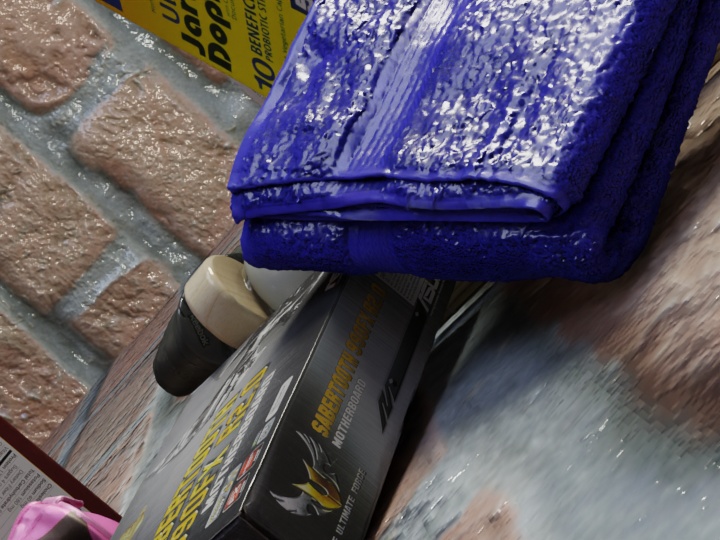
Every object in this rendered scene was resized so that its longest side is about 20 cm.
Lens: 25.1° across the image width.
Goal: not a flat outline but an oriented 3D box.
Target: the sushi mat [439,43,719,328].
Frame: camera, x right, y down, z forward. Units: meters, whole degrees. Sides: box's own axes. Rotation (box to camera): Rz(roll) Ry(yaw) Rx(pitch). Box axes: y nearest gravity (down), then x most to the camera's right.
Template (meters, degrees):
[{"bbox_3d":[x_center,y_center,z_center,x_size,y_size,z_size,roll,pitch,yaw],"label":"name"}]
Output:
[{"bbox_3d":[0.065,-0.071,0.678,0.200,0.096,0.012,-46,-12,27],"label":"sushi mat"}]

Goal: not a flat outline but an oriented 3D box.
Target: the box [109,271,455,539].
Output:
[{"bbox_3d":[-0.043,0.082,0.652,0.158,0.048,0.200,-43,13,36],"label":"box"}]

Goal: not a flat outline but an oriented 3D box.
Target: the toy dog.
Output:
[{"bbox_3d":[0.000,0.000,0.820,0.132,0.096,0.200,-47,-8,37],"label":"toy dog"}]

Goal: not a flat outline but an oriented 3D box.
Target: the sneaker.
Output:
[{"bbox_3d":[-0.064,0.010,1.021,0.200,0.076,0.091,-36,-6,-45],"label":"sneaker"}]

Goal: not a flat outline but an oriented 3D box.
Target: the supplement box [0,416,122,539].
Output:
[{"bbox_3d":[-0.249,0.168,0.883,0.133,0.200,0.197,-54,9,-36],"label":"supplement box"}]

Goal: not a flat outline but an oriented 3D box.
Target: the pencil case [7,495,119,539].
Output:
[{"bbox_3d":[-0.170,0.191,0.717,0.200,0.094,0.091,-50,7,-15],"label":"pencil case"}]

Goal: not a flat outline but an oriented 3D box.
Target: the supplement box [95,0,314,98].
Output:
[{"bbox_3d":[-0.046,-0.174,0.849,0.109,0.200,0.109,-40,-35,-29],"label":"supplement box"}]

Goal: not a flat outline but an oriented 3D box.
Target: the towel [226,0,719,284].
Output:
[{"bbox_3d":[0.036,-0.068,0.608,0.199,0.049,0.148,3,66,49],"label":"towel"}]

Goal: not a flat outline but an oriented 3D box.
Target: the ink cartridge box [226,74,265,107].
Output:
[{"bbox_3d":[-0.002,-0.132,0.963,0.116,0.200,0.068,-54,9,-36],"label":"ink cartridge box"}]
